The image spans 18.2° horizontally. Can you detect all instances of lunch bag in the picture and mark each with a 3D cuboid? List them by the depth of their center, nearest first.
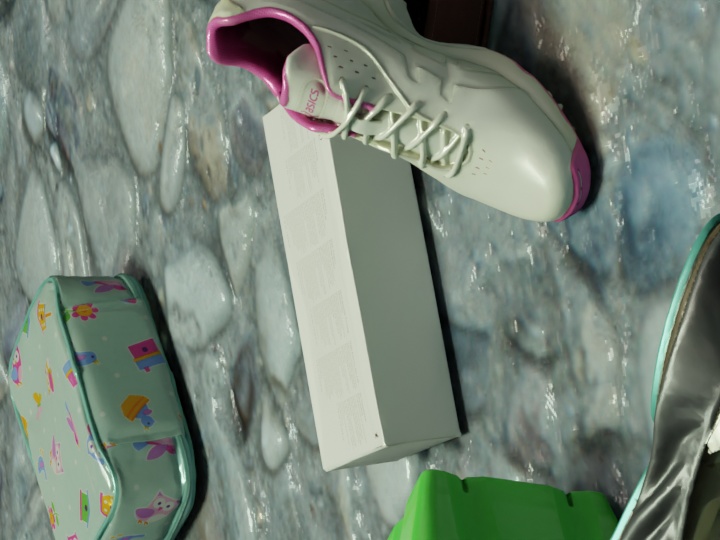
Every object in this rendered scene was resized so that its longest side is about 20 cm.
[{"bbox_3d":[-0.183,0.109,1.572,0.161,0.077,0.200,116,141,-49],"label":"lunch bag"}]

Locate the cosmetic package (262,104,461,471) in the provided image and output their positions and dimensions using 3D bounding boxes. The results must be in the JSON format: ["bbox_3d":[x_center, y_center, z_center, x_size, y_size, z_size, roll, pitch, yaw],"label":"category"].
[{"bbox_3d":[0.000,0.000,1.197,0.083,0.050,0.201,149,113,-64],"label":"cosmetic package"}]

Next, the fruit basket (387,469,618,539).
[{"bbox_3d":[0.064,0.221,1.016,0.216,0.155,0.216,-171,90,-76],"label":"fruit basket"}]

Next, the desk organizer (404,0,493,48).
[{"bbox_3d":[0.024,-0.199,1.079,0.072,0.077,0.201,-135,46,-54],"label":"desk organizer"}]

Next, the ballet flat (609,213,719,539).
[{"bbox_3d":[0.146,0.076,0.900,0.073,0.073,0.201,47,129,52],"label":"ballet flat"}]

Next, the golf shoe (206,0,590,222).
[{"bbox_3d":[0.013,-0.077,1.046,0.200,0.091,0.075,36,135,19],"label":"golf shoe"}]
